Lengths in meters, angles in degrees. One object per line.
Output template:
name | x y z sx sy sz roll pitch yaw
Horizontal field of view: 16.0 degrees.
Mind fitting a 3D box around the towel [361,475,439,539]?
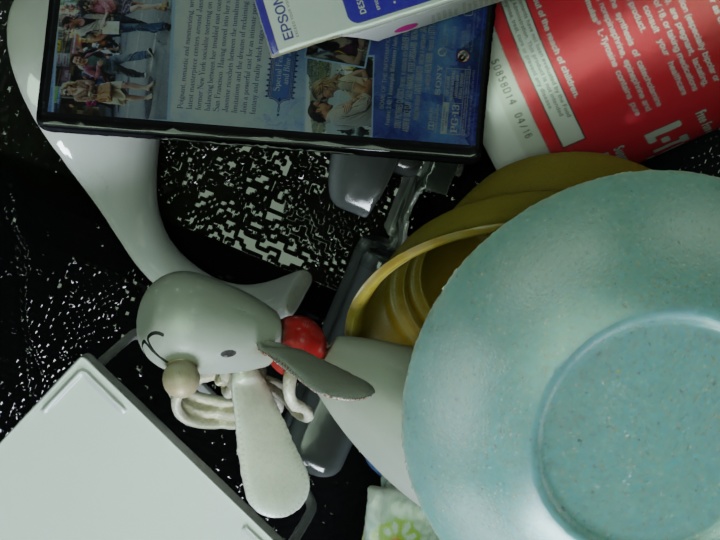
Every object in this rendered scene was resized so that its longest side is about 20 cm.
towel | 0.092 0.173 1.213 0.199 0.048 0.172 10 132 6

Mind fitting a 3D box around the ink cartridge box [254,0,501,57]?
ink cartridge box | 0.044 -0.162 1.109 0.199 0.037 0.095 -17 81 -1

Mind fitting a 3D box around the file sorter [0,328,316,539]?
file sorter | -0.136 0.147 1.241 0.139 0.125 0.200 44 102 -1

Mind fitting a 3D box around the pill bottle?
pill bottle | 0.143 -0.117 1.172 0.199 0.112 0.113 -24 94 11

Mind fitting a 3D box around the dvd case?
dvd case | -0.039 -0.125 1.138 0.199 0.018 0.143 5 82 6

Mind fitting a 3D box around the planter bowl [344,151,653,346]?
planter bowl | 0.096 0.006 1.138 0.199 0.201 0.084 3 55 7

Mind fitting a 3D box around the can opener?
can opener | 0.000 0.000 1.238 0.066 0.053 0.201 17 103 -6

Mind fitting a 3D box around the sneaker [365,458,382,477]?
sneaker | 0.096 0.105 1.242 0.199 0.078 0.066 21 63 -5

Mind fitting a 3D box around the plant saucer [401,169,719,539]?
plant saucer | 0.118 0.061 1.039 0.200 0.039 0.202 -3 110 -8

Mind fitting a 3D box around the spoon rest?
spoon rest | -0.105 -0.052 1.233 0.060 0.099 0.200 -28 107 29

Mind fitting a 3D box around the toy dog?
toy dog | 0.000 0.073 1.097 0.199 0.132 0.097 7 55 2
